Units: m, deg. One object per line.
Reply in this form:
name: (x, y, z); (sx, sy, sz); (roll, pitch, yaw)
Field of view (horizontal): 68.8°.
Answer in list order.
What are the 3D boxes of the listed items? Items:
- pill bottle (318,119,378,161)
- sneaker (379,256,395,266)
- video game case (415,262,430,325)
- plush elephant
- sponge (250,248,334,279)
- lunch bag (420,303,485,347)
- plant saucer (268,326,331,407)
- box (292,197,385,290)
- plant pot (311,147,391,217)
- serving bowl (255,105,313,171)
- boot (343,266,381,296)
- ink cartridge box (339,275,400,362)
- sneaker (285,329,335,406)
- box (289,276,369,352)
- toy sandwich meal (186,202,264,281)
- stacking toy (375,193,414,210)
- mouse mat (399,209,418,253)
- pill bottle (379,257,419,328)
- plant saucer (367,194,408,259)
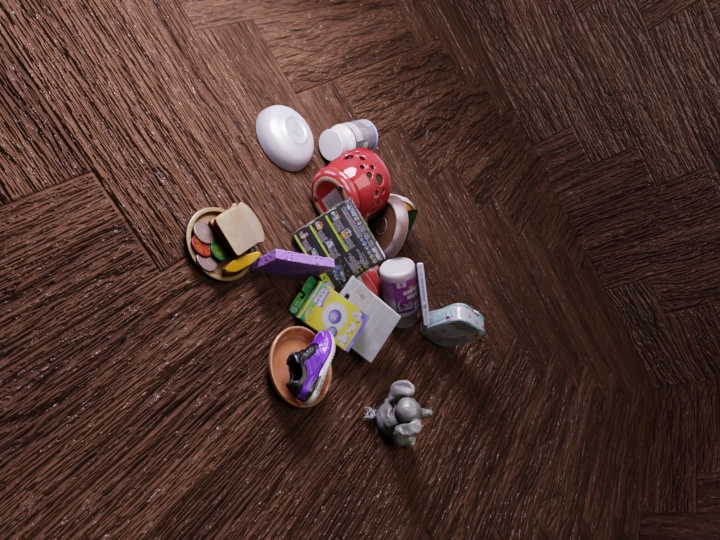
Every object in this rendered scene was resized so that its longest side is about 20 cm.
pill bottle: (-0.039, -0.418, 1.698); (0.199, 0.113, 0.115); (-31, 96, -49)
sneaker: (0.130, -0.002, 1.737); (0.198, 0.060, 0.106); (-19, 91, -47)
video game case: (0.192, 0.072, 1.641); (0.200, 0.022, 0.186); (23, 60, -86)
plush elephant: (0.125, 0.400, 1.473); (0.198, 0.154, 0.167); (21, 58, -41)
sponge: (-0.174, -0.014, 1.364); (0.198, 0.111, 0.030); (10, 66, -46)
lunch bag: (0.304, 0.178, 1.739); (0.159, 0.199, 0.078); (33, 49, -31)
plant saucer: (-0.156, 0.243, 1.326); (0.199, 0.037, 0.203); (24, 56, -41)
box: (-0.058, -0.068, 1.465); (0.202, 0.191, 0.048); (57, 10, -10)
plant pot: (-0.036, -0.243, 1.560); (0.182, 0.199, 0.203); (-33, 98, -43)
serving bowl: (-0.207, -0.397, 1.539); (0.199, 0.065, 0.203); (24, 55, -40)
boot: (0.000, 0.000, 1.588); (0.201, 0.072, 0.145); (55, 40, -26)
ink cartridge box: (-0.001, 0.137, 1.490); (0.199, 0.057, 0.164); (39, 77, -15)
sneaker: (-0.128, 0.217, 1.287); (0.099, 0.069, 0.202); (39, 47, -26)
box: (-0.084, 0.115, 1.405); (0.199, 0.048, 0.118); (37, 78, -18)
toy sandwich meal: (-0.318, -0.073, 1.262); (0.204, 0.070, 0.208); (23, 57, -40)
stacking toy: (0.092, -0.138, 1.726); (0.145, 0.145, 0.203); (22, 72, -40)
mouse mat: (0.135, -0.121, 1.714); (0.007, 0.163, 0.200); (26, 16, 16)
pill bottle: (0.124, 0.072, 1.617); (0.112, 0.111, 0.203); (-49, 137, -47)
plant saucer: (0.074, -0.135, 1.632); (0.032, 0.199, 0.204); (5, 68, -35)
